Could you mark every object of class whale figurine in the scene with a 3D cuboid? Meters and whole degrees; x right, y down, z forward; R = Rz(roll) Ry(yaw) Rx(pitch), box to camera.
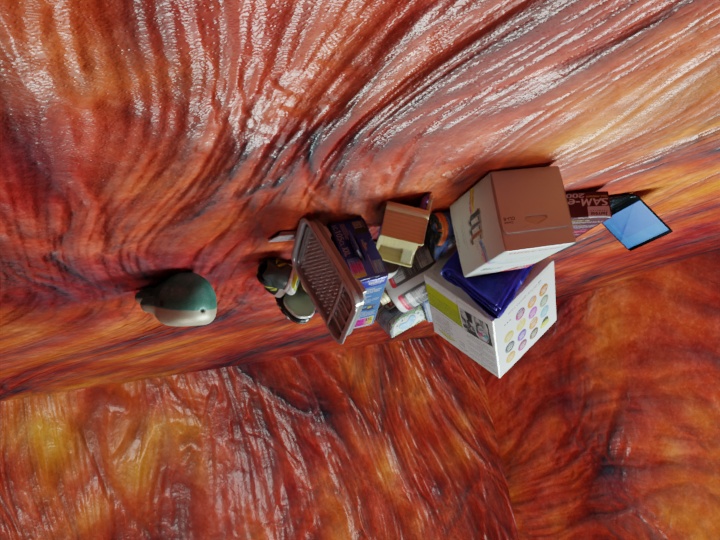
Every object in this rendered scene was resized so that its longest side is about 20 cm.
[{"bbox_3d":[-0.377,0.050,1.681,0.157,0.106,0.198,-1,-170,-45],"label":"whale figurine"}]

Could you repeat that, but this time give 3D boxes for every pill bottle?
[{"bbox_3d":[0.154,0.001,1.883,0.198,0.112,0.111,-30,166,13],"label":"pill bottle"}]

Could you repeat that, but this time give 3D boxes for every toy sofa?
[{"bbox_3d":[0.077,-0.080,1.548,0.081,0.099,0.200,13,169,0],"label":"toy sofa"}]

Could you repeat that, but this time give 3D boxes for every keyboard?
[{"bbox_3d":[-0.077,-0.068,1.577,0.197,0.011,0.056,-6,168,-31],"label":"keyboard"}]

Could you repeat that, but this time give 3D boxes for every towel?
[{"bbox_3d":[0.265,-0.021,1.627,0.201,0.147,0.050,-50,176,-30],"label":"towel"}]

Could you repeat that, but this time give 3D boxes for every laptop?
[{"bbox_3d":[0.576,-0.101,1.911,0.196,0.105,0.177,-9,169,-17],"label":"laptop"}]

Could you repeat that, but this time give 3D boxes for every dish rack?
[{"bbox_3d":[-0.054,0.014,1.478,0.043,0.202,0.172,-23,158,-24],"label":"dish rack"}]

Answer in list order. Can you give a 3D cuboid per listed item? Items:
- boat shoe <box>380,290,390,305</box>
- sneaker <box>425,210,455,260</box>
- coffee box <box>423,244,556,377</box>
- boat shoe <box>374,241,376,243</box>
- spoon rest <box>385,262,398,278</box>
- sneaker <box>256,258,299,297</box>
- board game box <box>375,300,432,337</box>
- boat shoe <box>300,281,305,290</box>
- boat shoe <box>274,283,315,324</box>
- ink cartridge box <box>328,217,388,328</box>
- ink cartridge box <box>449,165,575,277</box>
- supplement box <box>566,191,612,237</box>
[{"bbox_3d":[-0.001,0.056,1.934,0.065,0.072,0.199,-47,-152,-17],"label":"boat shoe"},{"bbox_3d":[0.178,-0.072,1.689,0.077,0.077,0.200,-14,172,-7],"label":"sneaker"},{"bbox_3d":[0.279,0.059,1.763,0.199,0.199,0.200,-40,140,-21],"label":"coffee box"},{"bbox_3d":[0.008,-0.029,1.749,0.073,0.064,0.200,-20,169,28],"label":"boat shoe"},{"bbox_3d":[0.000,0.000,1.809,0.198,0.062,0.099,-20,-141,-39],"label":"spoon rest"},{"bbox_3d":[-0.180,0.005,1.733,0.084,0.076,0.200,25,168,-16],"label":"sneaker"},{"bbox_3d":[0.131,0.073,1.997,0.198,0.062,0.200,-28,-150,-13],"label":"board game box"},{"bbox_3d":[-0.071,0.011,1.848,0.069,0.072,0.200,-9,180,20],"label":"boat shoe"},{"bbox_3d":[-0.144,0.074,1.813,0.074,0.061,0.201,6,-157,-15],"label":"boat shoe"},{"bbox_3d":[-0.013,-0.001,1.546,0.075,0.138,0.201,-12,148,-21],"label":"ink cartridge box"},{"bbox_3d":[0.272,-0.087,1.508,0.143,0.148,0.200,-7,170,-17],"label":"ink cartridge box"},{"bbox_3d":[0.449,-0.113,1.799,0.107,0.062,0.200,-3,168,-13],"label":"supplement box"}]
